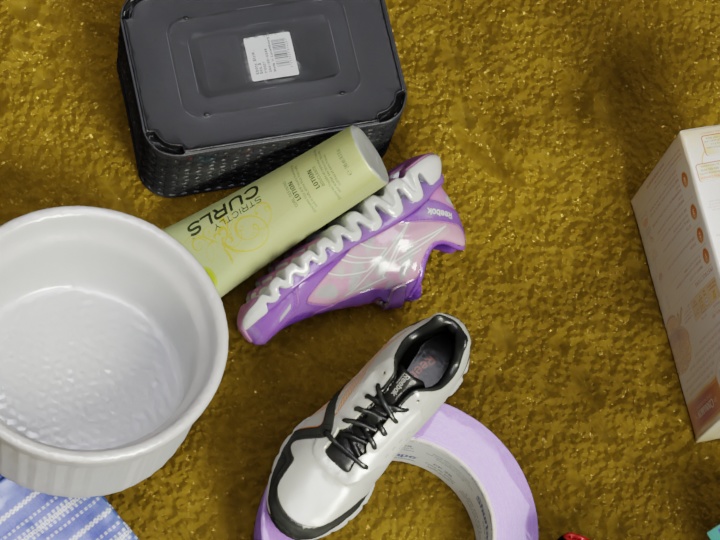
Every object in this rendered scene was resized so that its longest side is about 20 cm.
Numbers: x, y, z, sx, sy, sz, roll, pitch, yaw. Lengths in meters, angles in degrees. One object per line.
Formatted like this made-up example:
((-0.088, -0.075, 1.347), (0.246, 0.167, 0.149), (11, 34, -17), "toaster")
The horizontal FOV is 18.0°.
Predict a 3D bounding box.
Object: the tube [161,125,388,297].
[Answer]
((-0.074, -0.035, 1.675), (0.200, 0.052, 0.058), (-31, 36, 14), "tube")

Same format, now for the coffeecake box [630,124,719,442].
((0.275, 0.010, 1.682), (0.073, 0.154, 0.200), (-10, 74, -11), "coffeecake box")

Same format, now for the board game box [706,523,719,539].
((0.362, 0.244, 1.648), (0.152, 0.045, 0.200), (-19, 74, -37), "board game box")

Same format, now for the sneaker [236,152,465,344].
((0.000, 0.000, 1.693), (0.200, 0.080, 0.089), (-38, 99, -14), "sneaker")

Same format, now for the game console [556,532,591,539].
((0.168, 0.305, 1.586), (0.177, 0.031, 0.200), (30, 99, 0), "game console")

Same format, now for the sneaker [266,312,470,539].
((0.005, 0.103, 1.586), (0.074, 0.080, 0.200), (38, 72, 4), "sneaker")

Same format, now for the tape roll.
((0.024, 0.193, 1.634), (0.200, 0.066, 0.200), (2, 71, -7), "tape roll")

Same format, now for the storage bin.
((-0.077, -0.145, 1.717), (0.200, 0.094, 0.135), (-10, 73, -10), "storage bin")

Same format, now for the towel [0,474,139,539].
((-0.213, 0.232, 1.609), (0.145, 0.024, 0.200), (-38, 81, -17), "towel")

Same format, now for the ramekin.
((-0.200, 0.064, 1.611), (0.200, 0.098, 0.201), (6, 60, -9), "ramekin")
